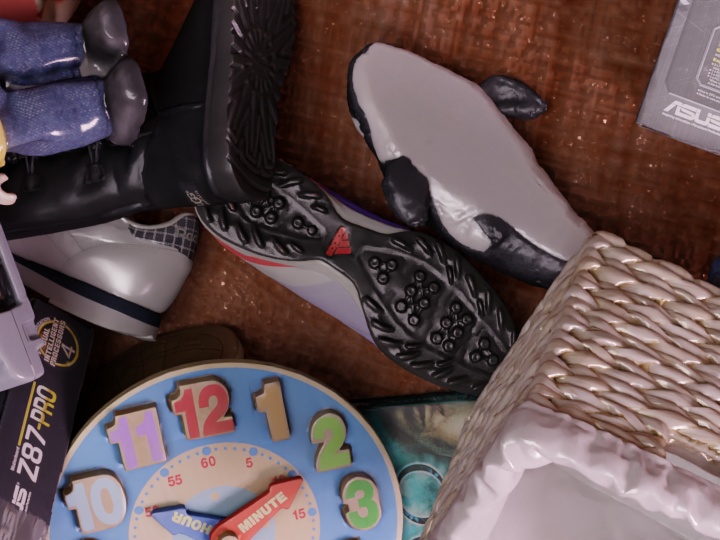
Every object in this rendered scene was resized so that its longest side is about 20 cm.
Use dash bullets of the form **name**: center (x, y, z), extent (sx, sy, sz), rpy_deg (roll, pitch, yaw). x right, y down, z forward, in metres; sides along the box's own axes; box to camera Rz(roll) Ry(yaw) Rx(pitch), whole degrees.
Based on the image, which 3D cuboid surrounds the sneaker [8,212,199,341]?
- **sneaker**: center (-0.187, -0.033, 1.166), extent (0.199, 0.076, 0.081), rpy_deg (26, 92, 10)

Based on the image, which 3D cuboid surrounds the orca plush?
- **orca plush**: center (0.071, -0.041, 1.090), extent (0.199, 0.071, 0.106), rpy_deg (27, 66, 0)

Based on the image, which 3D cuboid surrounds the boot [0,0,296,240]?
- **boot**: center (-0.140, -0.098, 1.101), extent (0.199, 0.066, 0.166), rpy_deg (-9, 57, 27)

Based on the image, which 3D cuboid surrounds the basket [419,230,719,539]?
- **basket**: center (0.141, 0.119, 0.990), extent (0.197, 0.161, 0.200), rpy_deg (25, 137, -2)

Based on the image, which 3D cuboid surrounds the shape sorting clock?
- **shape sorting clock**: center (-0.074, 0.144, 1.117), extent (0.198, 0.039, 0.202), rpy_deg (-2, 104, -7)

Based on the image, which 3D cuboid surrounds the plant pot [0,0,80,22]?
- **plant pot**: center (-0.232, -0.214, 1.075), extent (0.176, 0.201, 0.202), rpy_deg (11, 107, 4)

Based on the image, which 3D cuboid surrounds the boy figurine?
- **boy figurine**: center (-0.210, -0.087, 0.990), extent (0.064, 0.199, 0.125), rpy_deg (137, 121, -63)

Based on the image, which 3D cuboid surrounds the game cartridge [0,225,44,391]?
- **game cartridge**: center (-0.247, -0.022, 1.076), extent (0.133, 0.041, 0.201), rpy_deg (-19, 93, 36)

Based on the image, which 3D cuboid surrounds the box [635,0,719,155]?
- **box**: center (0.254, -0.114, 1.003), extent (0.199, 0.048, 0.159), rpy_deg (21, 108, 12)

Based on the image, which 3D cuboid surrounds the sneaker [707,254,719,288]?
- **sneaker**: center (0.267, 0.045, 1.027), extent (0.199, 0.077, 0.086), rpy_deg (19, 113, 14)

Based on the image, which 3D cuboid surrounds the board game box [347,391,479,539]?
- **board game box**: center (0.039, 0.169, 1.156), extent (0.134, 0.028, 0.202), rpy_deg (-6, 101, 20)

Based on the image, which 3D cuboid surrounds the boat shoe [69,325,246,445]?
- **boat shoe**: center (-0.138, 0.106, 1.187), extent (0.199, 0.072, 0.072), rpy_deg (-35, 122, 12)

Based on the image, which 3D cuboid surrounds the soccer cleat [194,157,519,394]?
- **soccer cleat**: center (0.000, 0.000, 1.108), extent (0.199, 0.073, 0.069), rpy_deg (31, 86, 3)

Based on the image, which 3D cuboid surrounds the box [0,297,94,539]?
- **box**: center (-0.233, 0.127, 1.142), extent (0.049, 0.162, 0.200), rpy_deg (31, 136, -27)
